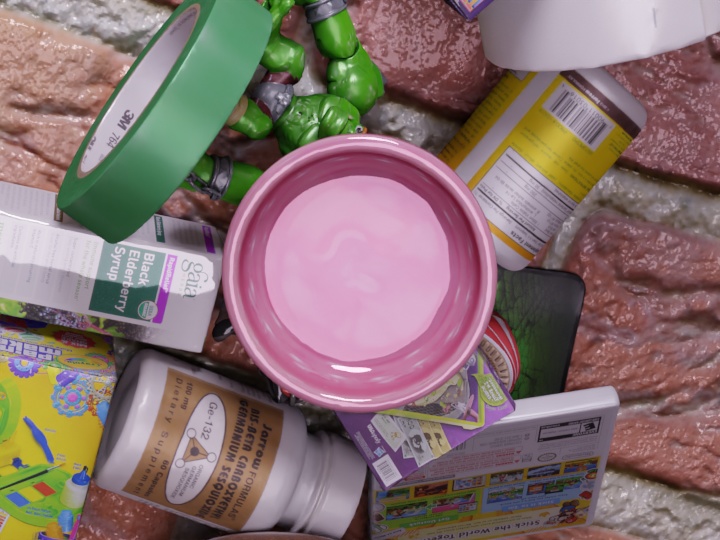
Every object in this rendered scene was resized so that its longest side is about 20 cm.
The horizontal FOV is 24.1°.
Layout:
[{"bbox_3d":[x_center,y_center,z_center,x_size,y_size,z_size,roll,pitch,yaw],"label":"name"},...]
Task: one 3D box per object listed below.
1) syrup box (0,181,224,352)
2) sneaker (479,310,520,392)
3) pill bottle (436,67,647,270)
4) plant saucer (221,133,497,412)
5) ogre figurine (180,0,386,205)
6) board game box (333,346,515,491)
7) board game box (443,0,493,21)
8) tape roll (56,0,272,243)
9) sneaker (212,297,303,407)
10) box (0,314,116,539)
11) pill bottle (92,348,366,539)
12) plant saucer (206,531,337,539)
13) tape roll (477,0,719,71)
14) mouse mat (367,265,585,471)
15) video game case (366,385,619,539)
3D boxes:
[{"bbox_3d":[-0.207,-0.005,1.284,0.198,0.082,0.079,12,107,-12],"label":"syrup box"},{"bbox_3d":[0.048,0.032,1.351,0.200,0.112,0.071,44,101,12],"label":"sneaker"},{"bbox_3d":[0.121,-0.078,1.303,0.109,0.109,0.200,38,98,-19],"label":"pill bottle"},{"bbox_3d":[0.000,0.000,1.225,0.198,0.051,0.203,1,101,3],"label":"plant saucer"},{"bbox_3d":[-0.052,-0.124,1.265,0.120,0.098,0.201,37,55,-25],"label":"ogre figurine"},{"bbox_3d":[0.016,0.050,1.274,0.119,0.032,0.201,-32,89,13],"label":"board game box"},{"bbox_3d":[0.101,-0.266,1.190,0.165,0.200,0.057,-41,111,6],"label":"board game box"},{"bbox_3d":[-0.140,-0.115,1.196,0.048,0.201,0.201,34,99,-18],"label":"tape roll"},{"bbox_3d":[-0.035,0.082,1.334,0.199,0.077,0.082,36,70,-8],"label":"sneaker"},{"bbox_3d":[-0.305,0.128,1.288,0.198,0.122,0.194,14,105,-13],"label":"box"},{"bbox_3d":[-0.102,0.147,1.335,0.198,0.114,0.115,22,103,-16],"label":"pill bottle"},{"bbox_3d":[-0.070,0.251,1.363,0.198,0.035,0.201,-1,152,-1],"label":"plant saucer"},{"bbox_3d":[0.181,-0.209,1.222,0.200,0.203,0.071,-15,110,-5],"label":"tape roll"},{"bbox_3d":[0.096,0.089,1.408,0.159,0.008,0.202,6,108,-12],"label":"mouse mat"},{"bbox_3d":[0.104,0.168,1.380,0.198,0.023,0.183,-8,141,-8],"label":"video game case"}]
